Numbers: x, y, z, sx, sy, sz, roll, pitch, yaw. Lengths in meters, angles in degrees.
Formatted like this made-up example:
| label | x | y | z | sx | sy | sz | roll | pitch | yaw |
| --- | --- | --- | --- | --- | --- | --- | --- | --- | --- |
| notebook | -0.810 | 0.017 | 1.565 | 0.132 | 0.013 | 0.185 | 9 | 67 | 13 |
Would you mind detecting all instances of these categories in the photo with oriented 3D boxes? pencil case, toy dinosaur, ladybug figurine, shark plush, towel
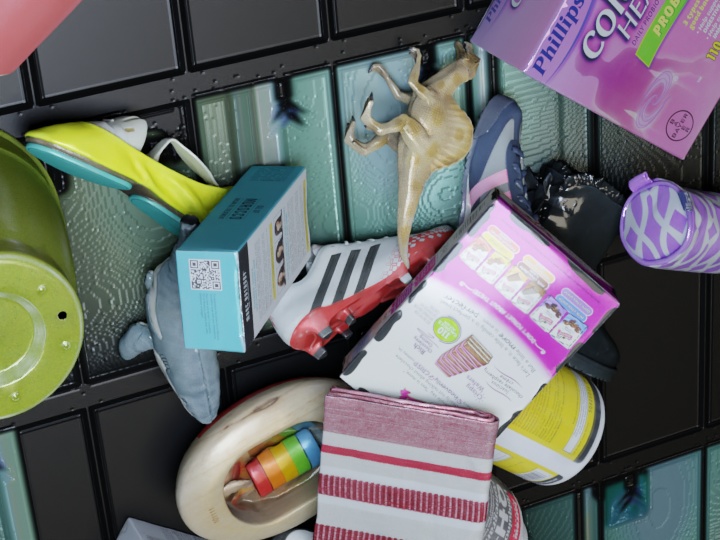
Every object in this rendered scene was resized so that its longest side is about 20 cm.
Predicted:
| label | x | y | z | sx | sy | sz | roll | pitch | yaw |
| --- | --- | --- | --- | --- | --- | --- | --- | --- | --- |
| pencil case | 0.316 | -0.040 | 1.595 | 0.084 | 0.086 | 0.200 | -36 | 153 | 33 |
| toy dinosaur | 0.042 | -0.110 | 1.443 | 0.101 | 0.058 | 0.200 | 21 | 83 | -12 |
| ladybug figurine | -0.075 | 0.157 | 1.522 | 0.200 | 0.072 | 0.136 | -26 | 122 | -14 |
| shark plush | -0.128 | 0.031 | 1.403 | 0.091 | 0.083 | 0.200 | -6 | 135 | -29 |
| towel | 0.034 | 0.195 | 1.455 | 0.144 | 0.023 | 0.200 | 10 | 117 | 9 |

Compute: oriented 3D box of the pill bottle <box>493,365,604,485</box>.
| label | x | y | z | sx | sy | sz | roll | pitch | yaw |
| --- | --- | --- | --- | --- | --- | --- | --- | --- | --- |
| pill bottle | 0.119 | 0.113 | 1.575 | 0.200 | 0.112 | 0.112 | 28 | 98 | -34 |

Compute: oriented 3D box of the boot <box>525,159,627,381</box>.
| label | x | y | z | sx | sy | sz | roll | pitch | yaw |
| --- | --- | --- | --- | --- | --- | --- | --- | --- | --- |
| boot | 0.198 | 0.000 | 1.593 | 0.198 | 0.073 | 0.163 | 28 | 93 | -35 |

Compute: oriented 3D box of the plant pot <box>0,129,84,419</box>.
| label | x | y | z | sx | sy | sz | roll | pitch | yaw |
| --- | --- | --- | --- | --- | --- | --- | --- | --- | --- |
| plant pot | -0.290 | 0.011 | 1.274 | 0.200 | 0.193 | 0.200 | -11 | 116 | -22 |

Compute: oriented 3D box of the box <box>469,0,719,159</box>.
| label | x | y | z | sx | sy | sz | roll | pitch | yaw |
| --- | --- | --- | --- | --- | --- | --- | --- | --- | --- |
| box | 0.229 | -0.220 | 1.486 | 0.200 | 0.097 | 0.176 | 24 | 101 | -32 |

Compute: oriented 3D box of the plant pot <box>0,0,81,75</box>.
| label | x | y | z | sx | sy | sz | roll | pitch | yaw |
| --- | --- | --- | --- | --- | --- | --- | --- | --- | --- |
| plant pot | -0.254 | -0.244 | 1.188 | 0.200 | 0.200 | 0.177 | 26 | 111 | -33 |

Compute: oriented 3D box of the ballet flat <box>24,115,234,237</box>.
| label | x | y | z | sx | sy | sz | roll | pitch | yaw |
| --- | --- | --- | --- | --- | --- | --- | --- | --- | --- |
| ballet flat | -0.175 | -0.083 | 1.375 | 0.200 | 0.067 | 0.067 | 31 | 76 | -36 |

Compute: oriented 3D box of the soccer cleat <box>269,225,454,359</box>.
| label | x | y | z | sx | sy | sz | roll | pitch | yaw |
| --- | --- | --- | --- | --- | --- | --- | --- | --- | --- |
| soccer cleat | 0.000 | 0.000 | 1.493 | 0.200 | 0.085 | 0.069 | -33 | 158 | -31 |

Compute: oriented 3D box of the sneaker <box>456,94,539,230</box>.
| label | x | y | z | sx | sy | sz | roll | pitch | yaw |
| --- | --- | --- | --- | --- | --- | --- | --- | --- | --- |
| sneaker | 0.130 | -0.050 | 1.499 | 0.070 | 0.082 | 0.200 | 1 | 98 | -63 |

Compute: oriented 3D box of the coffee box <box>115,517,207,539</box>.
| label | x | y | z | sx | sy | sz | roll | pitch | yaw |
| --- | --- | --- | --- | --- | --- | --- | --- | --- | --- |
| coffee box | -0.137 | 0.310 | 1.557 | 0.200 | 0.080 | 0.114 | 23 | 101 | -33 |

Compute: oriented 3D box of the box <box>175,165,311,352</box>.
| label | x | y | z | sx | sy | sz | roll | pitch | yaw |
| --- | --- | --- | --- | --- | --- | --- | --- | --- | --- |
| box | -0.088 | -0.013 | 1.365 | 0.049 | 0.200 | 0.082 | 2 | 112 | 13 |

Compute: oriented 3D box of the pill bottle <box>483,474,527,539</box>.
| label | x | y | z | sx | sy | sz | roll | pitch | yaw |
| --- | --- | --- | --- | --- | --- | --- | --- | --- | --- |
| pill bottle | 0.083 | 0.226 | 1.586 | 0.111 | 0.111 | 0.200 | -47 | 148 | 0 |

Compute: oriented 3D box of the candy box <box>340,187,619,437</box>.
| label | x | y | z | sx | sy | sz | roll | pitch | yaw |
| --- | --- | --- | --- | --- | --- | --- | --- | --- | --- |
| candy box | 0.098 | 0.051 | 1.445 | 0.136 | 0.061 | 0.200 | 40 | 101 | -6 |

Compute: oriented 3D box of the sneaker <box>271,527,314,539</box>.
| label | x | y | z | sx | sy | sz | roll | pitch | yaw |
| --- | --- | --- | --- | --- | --- | --- | --- | --- | --- |
| sneaker | 0.013 | 0.277 | 1.544 | 0.200 | 0.074 | 0.080 | 26 | 145 | -10 |
